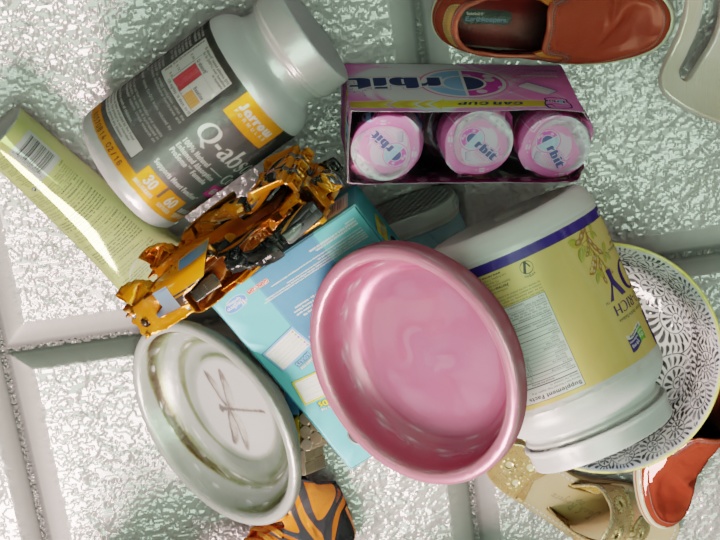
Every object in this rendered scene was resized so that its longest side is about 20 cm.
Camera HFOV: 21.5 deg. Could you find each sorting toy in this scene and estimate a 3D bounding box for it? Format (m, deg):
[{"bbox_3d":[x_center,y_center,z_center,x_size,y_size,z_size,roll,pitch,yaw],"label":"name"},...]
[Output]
[{"bbox_3d":[0.339,-0.187,1.537,0.179,0.107,0.201,9,114,-11],"label":"sorting toy"}]

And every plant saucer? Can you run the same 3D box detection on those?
[{"bbox_3d":[0.052,0.068,1.489,0.200,0.051,0.201,18,121,33],"label":"plant saucer"},{"bbox_3d":[-0.114,0.124,1.643,0.050,0.200,0.201,-34,122,-37],"label":"plant saucer"}]

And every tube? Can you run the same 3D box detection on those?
[{"bbox_3d":[-0.234,-0.054,1.598,0.200,0.052,0.058,43,147,-24],"label":"tube"}]

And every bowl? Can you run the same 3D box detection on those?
[{"bbox_3d":[0.214,0.068,1.644,0.200,0.094,0.202,2,99,10],"label":"bowl"}]

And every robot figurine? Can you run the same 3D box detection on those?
[{"bbox_3d":[-0.099,-0.028,1.513,0.200,0.145,0.058,-35,106,22],"label":"robot figurine"}]

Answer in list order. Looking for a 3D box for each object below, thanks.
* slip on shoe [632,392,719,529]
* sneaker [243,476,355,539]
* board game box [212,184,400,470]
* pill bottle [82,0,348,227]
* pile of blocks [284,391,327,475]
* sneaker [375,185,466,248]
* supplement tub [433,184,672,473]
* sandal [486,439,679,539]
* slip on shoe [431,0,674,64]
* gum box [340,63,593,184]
[{"bbox_3d":[0.297,0.150,1.708,0.074,0.061,0.201,-5,118,-35],"label":"slip on shoe"},{"bbox_3d":[-0.096,0.243,1.704,0.200,0.077,0.112,-23,112,-35],"label":"sneaker"},{"bbox_3d":[-0.006,0.049,1.578,0.151,0.047,0.200,-33,112,16],"label":"board game box"},{"bbox_3d":[-0.116,-0.134,1.529,0.200,0.116,0.116,-35,112,12],"label":"pill bottle"},{"bbox_3d":[-0.018,0.106,1.683,0.200,0.062,0.082,-43,78,18],"label":"pile of blocks"},{"bbox_3d":[0.000,0.000,1.622,0.199,0.074,0.082,-19,111,6],"label":"sneaker"},{"bbox_3d":[0.156,0.047,1.528,0.145,0.145,0.201,-24,95,7],"label":"supplement tub"},{"bbox_3d":[0.206,0.226,1.741,0.211,0.070,0.078,29,110,-16],"label":"sandal"},{"bbox_3d":[0.159,-0.200,1.540,0.199,0.061,0.074,2,112,-6],"label":"slip on shoe"},{"bbox_3d":[0.086,-0.121,1.550,0.199,0.114,0.066,0,115,-4],"label":"gum box"}]
